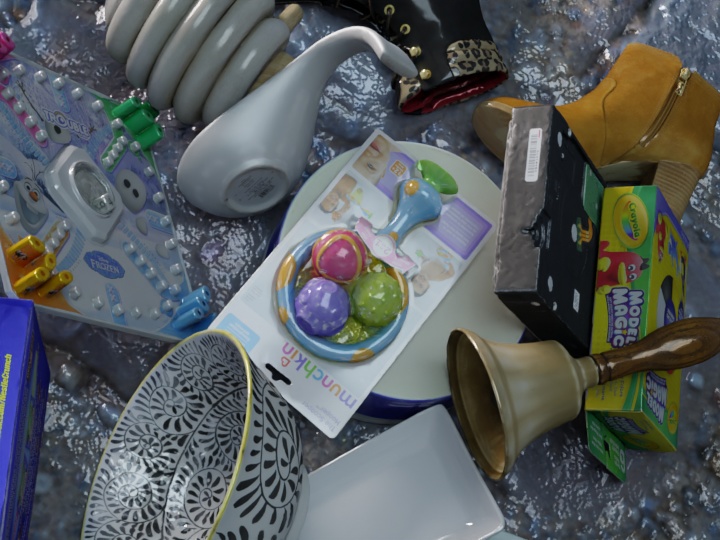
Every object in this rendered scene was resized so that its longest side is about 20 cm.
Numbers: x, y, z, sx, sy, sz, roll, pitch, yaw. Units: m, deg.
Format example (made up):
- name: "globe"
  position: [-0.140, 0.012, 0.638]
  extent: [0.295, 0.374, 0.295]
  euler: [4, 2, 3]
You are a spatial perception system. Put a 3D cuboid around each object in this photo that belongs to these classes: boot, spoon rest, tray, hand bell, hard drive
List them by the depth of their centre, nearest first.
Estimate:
- name: "hand bell"
  position: [0.168, 0.064, 0.911]
  extent: [0.198, 0.104, 0.105]
  euler: [-15, 77, -13]
- name: "tray"
  position: [-0.006, 0.184, 0.925]
  extent: [0.199, 0.022, 0.108]
  euler: [-29, 55, 1]
- name: "spoon rest"
  position: [-0.050, -0.107, 0.964]
  extent: [0.099, 0.199, 0.061]
  euler: [26, 35, -47]
- name: "hard drive"
  position: [0.150, -0.016, 0.981]
  extent: [0.037, 0.200, 0.141]
  euler: [-2, 70, 27]
- name: "boot"
  position: [0.017, -0.201, 1.066]
  extent: [0.198, 0.073, 0.152]
  euler: [-14, 76, -23]
- name: "boot"
  position: [0.197, -0.132, 1.093]
  extent: [0.200, 0.071, 0.145]
  euler: [26, 63, -8]

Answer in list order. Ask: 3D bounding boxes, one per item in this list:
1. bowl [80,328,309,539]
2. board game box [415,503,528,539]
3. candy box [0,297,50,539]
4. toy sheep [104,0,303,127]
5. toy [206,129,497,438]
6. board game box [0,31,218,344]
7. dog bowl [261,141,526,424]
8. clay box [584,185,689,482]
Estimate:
- name: "bowl"
  position: [-0.096, 0.150, 0.887]
  extent: [0.094, 0.200, 0.203]
  euler: [28, 67, -29]
- name: "board game box"
  position: [0.078, 0.285, 0.932]
  extent: [0.146, 0.064, 0.202]
  euler: [21, 70, -5]
- name: "candy box"
  position: [-0.244, 0.120, 0.834]
  extent: [0.076, 0.200, 0.171]
  euler: [6, 72, -8]
- name: "toy sheep"
  position: [-0.122, -0.178, 0.996]
  extent: [0.199, 0.138, 0.139]
  euler: [32, 69, 0]
- name: "toy"
  position: [0.000, 0.000, 0.926]
  extent: [0.115, 0.047, 0.200]
  euler: [38, 68, 3]
- name: "board game box"
  position: [-0.182, -0.055, 0.908]
  extent: [0.026, 0.199, 0.202]
  euler: [-28, 67, 22]
- name: "dog bowl"
  position: [0.027, 0.009, 0.997]
  extent: [0.198, 0.079, 0.202]
  euler: [4, 73, -12]
- name: "clay box"
  position: [0.210, 0.051, 1.007]
  extent: [0.047, 0.115, 0.202]
  euler: [-2, 69, 26]
